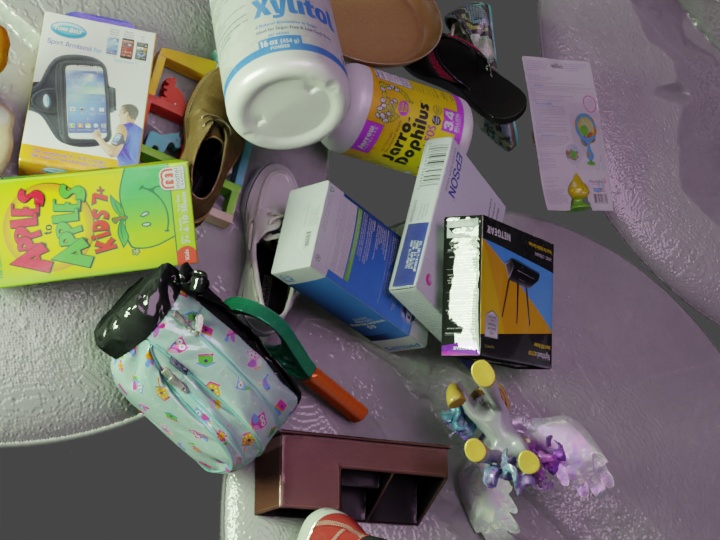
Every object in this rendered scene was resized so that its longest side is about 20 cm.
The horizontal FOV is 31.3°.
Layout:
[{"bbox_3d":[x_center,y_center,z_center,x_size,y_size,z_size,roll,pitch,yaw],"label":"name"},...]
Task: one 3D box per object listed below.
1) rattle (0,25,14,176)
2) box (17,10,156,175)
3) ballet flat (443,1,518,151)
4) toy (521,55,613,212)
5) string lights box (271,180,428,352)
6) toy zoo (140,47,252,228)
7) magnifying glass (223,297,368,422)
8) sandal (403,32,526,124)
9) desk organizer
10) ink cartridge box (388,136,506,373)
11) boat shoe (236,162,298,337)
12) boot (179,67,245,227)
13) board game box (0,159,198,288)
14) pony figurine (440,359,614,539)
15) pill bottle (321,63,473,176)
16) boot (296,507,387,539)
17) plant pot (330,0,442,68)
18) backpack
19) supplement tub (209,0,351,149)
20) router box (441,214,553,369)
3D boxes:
[{"bbox_3d":[-0.386,-0.113,1.199,0.130,0.143,0.200,46,48,-29],"label":"rattle"},{"bbox_3d":[-0.280,-0.185,1.330,0.119,0.041,0.200,9,69,-14],"label":"box"},{"bbox_3d":[0.144,-0.237,1.598,0.074,0.074,0.200,0,70,-30],"label":"ballet flat"},{"bbox_3d":[0.255,-0.169,1.638,0.115,0.047,0.200,-1,76,-34],"label":"toy"},{"bbox_3d":[0.000,0.000,1.377,0.200,0.059,0.103,37,55,-40],"label":"string lights box"},{"bbox_3d":[-0.179,-0.158,1.401,0.131,0.020,0.200,22,62,-21],"label":"toy zoo"},{"bbox_3d":[-0.069,0.095,1.343,0.200,0.080,0.022,43,54,-21],"label":"magnifying glass"},{"bbox_3d":[0.119,-0.245,1.533,0.075,0.045,0.200,-39,57,-18],"label":"sandal"},{"bbox_3d":[-0.008,0.216,1.326,0.200,0.072,0.077,9,70,-27],"label":"desk organizer"},{"bbox_3d":[0.115,-0.014,1.446,0.200,0.043,0.197,44,50,-43],"label":"ink cartridge box"},{"bbox_3d":[-0.092,-0.031,1.374,0.072,0.066,0.200,20,63,-22],"label":"boat shoe"},{"bbox_3d":[-0.151,-0.142,1.352,0.074,0.075,0.200,22,59,-16],"label":"boot"},{"bbox_3d":[-0.263,-0.046,1.241,0.200,0.048,0.102,-8,100,-18],"label":"board game box"},{"bbox_3d":[0.159,0.185,1.369,0.166,0.200,0.193,-28,79,7],"label":"pony figurine"},{"bbox_3d":[0.021,-0.174,1.471,0.200,0.104,0.104,14,65,-24],"label":"pill bottle"},{"bbox_3d":[-0.028,0.335,1.199,0.072,0.144,0.200,17,88,-27],"label":"boot"},{"bbox_3d":[0.000,-0.307,1.525,0.200,0.028,0.200,11,49,-13],"label":"plant pot"},{"bbox_3d":[-0.159,0.098,1.247,0.200,0.167,0.127,45,72,-11],"label":"backpack"},{"bbox_3d":[-0.088,-0.240,1.357,0.132,0.132,0.200,8,50,-27],"label":"supplement tub"},{"bbox_3d":[0.154,0.028,1.415,0.200,0.051,0.149,14,76,-59],"label":"router box"}]
